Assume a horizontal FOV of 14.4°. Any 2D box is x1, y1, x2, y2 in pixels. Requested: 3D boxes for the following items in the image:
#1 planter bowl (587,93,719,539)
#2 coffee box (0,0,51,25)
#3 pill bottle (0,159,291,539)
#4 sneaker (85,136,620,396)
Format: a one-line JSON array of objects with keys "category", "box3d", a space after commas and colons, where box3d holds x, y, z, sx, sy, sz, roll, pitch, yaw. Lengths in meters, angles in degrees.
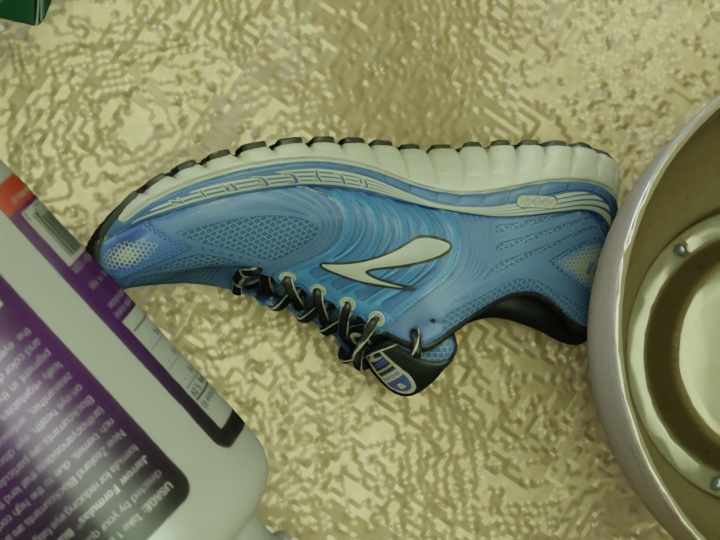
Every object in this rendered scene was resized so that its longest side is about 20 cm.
[{"category": "planter bowl", "box3d": [0.166, 0.027, 1.033, 0.199, 0.135, 0.202, 1, 85, -13]}, {"category": "coffee box", "box3d": [-0.186, -0.158, 0.976, 0.199, 0.044, 0.123, 14, 50, 6]}, {"category": "pill bottle", "box3d": [-0.103, 0.066, 0.989, 0.111, 0.111, 0.200, -43, 95, -11]}, {"category": "sneaker", "box3d": [0.000, 0.000, 1.033, 0.199, 0.079, 0.090, -1, 83, -11]}]
